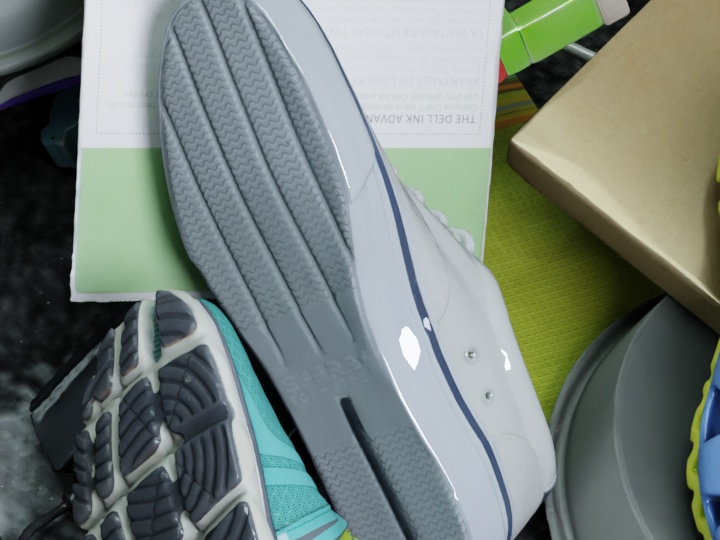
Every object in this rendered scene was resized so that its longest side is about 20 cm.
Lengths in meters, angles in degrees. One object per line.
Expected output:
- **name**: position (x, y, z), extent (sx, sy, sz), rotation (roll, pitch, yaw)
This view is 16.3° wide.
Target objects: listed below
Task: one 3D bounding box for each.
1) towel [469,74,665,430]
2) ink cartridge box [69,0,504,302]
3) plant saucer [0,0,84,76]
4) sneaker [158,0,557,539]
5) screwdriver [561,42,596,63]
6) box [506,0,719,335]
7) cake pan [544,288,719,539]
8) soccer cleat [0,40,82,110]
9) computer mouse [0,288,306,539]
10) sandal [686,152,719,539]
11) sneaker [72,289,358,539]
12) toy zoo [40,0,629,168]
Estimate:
- **towel**: position (0.042, -0.027, 0.895), extent (0.086, 0.018, 0.200), rotation (-18, 56, -22)
- **ink cartridge box**: position (-0.024, -0.094, 0.792), extent (0.145, 0.201, 0.048), rotation (-1, 19, -20)
- **plant saucer**: position (-0.148, -0.158, 0.808), extent (0.199, 0.201, 0.050), rotation (26, 17, 12)
- **sneaker**: position (0.000, 0.000, 0.774), extent (0.073, 0.201, 0.071), rotation (-12, 15, 37)
- **screwdriver**: position (0.158, -0.047, 0.920), extent (0.199, 0.029, 0.028), rotation (30, 51, 8)
- **box**: position (0.172, -0.029, 0.837), extent (0.200, 0.021, 0.163), rotation (40, 65, 14)
- **cake pan**: position (0.159, 0.072, 0.810), extent (0.199, 0.037, 0.201), rotation (7, 52, -9)
- **soccer cleat**: position (-0.112, -0.092, 0.875), extent (0.199, 0.069, 0.073), rotation (-9, 11, 18)
- **computer mouse**: position (-0.042, 0.060, 0.789), extent (0.199, 0.046, 0.140), rotation (-29, 61, -29)
- **sandal**: position (0.140, 0.019, 0.749), extent (0.079, 0.087, 0.201), rotation (0, 68, -3)
- **sneaker**: position (-0.021, 0.100, 0.727), extent (0.079, 0.077, 0.201), rotation (-13, 75, -49)
- **toy zoo**: position (-0.021, -0.087, 0.885), extent (0.199, 0.020, 0.131), rotation (-29, 48, 0)
